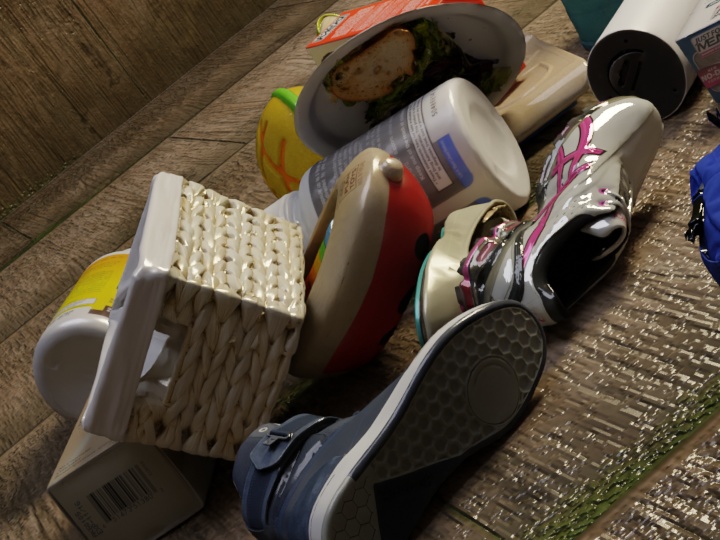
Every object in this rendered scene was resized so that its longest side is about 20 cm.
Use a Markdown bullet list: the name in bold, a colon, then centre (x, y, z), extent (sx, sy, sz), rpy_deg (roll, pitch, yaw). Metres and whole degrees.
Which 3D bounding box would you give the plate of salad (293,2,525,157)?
- **plate of salad**: centre (0.044, -0.140, 1.478), extent (0.198, 0.048, 0.201), rpy_deg (-18, -28, -10)

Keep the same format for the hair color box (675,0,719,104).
- **hair color box**: centre (0.312, -0.209, 1.360), extent (0.100, 0.061, 0.200), rpy_deg (-25, 19, 39)

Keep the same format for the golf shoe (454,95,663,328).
- **golf shoe**: centre (0.151, -0.034, 1.202), extent (0.092, 0.073, 0.200), rpy_deg (7, 52, 49)

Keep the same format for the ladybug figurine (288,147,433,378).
- **ladybug figurine**: centre (0.000, 0.000, 1.312), extent (0.136, 0.071, 0.201), rpy_deg (-82, 12, -45)

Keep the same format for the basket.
- **basket**: centre (-0.114, 0.035, 1.314), extent (0.200, 0.122, 0.136), rpy_deg (-93, 23, -68)

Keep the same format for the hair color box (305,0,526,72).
- **hair color box**: centre (0.046, -0.190, 1.647), extent (0.061, 0.102, 0.199), rpy_deg (-46, 20, -25)

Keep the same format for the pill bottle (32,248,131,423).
- **pill bottle**: centre (-0.223, 0.053, 1.695), extent (0.109, 0.110, 0.200), rpy_deg (-31, 16, 20)

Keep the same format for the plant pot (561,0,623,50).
- **plant pot**: centre (0.233, -0.334, 1.666), extent (0.199, 0.188, 0.200), rpy_deg (-34, 16, 11)

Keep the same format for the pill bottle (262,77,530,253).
- **pill bottle**: centre (0.023, -0.054, 1.447), extent (0.199, 0.114, 0.114), rpy_deg (-30, 16, 22)

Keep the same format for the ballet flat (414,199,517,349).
- **ballet flat**: centre (0.080, 0.001, 1.266), extent (0.069, 0.070, 0.200), rpy_deg (-31, 15, 20)

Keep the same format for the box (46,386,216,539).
- **box**: centre (-0.161, 0.126, 1.394), extent (0.095, 0.078, 0.200), rpy_deg (-34, 15, 13)

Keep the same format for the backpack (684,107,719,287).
- **backpack**: centre (0.238, -0.053, 0.864), extent (0.167, 0.163, 0.200), rpy_deg (-35, 16, 20)

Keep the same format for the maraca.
- **maraca**: centre (-0.041, -0.104, 1.685), extent (0.107, 0.138, 0.200), rpy_deg (-32, 1, -8)

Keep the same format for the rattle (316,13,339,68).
- **rattle**: centre (0.001, -0.198, 2.095), extent (0.201, 0.142, 0.131), rpy_deg (-88, 19, -53)

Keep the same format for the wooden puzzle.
- **wooden puzzle**: centre (0.109, -0.128, 1.619), extent (0.185, 0.046, 0.200), rpy_deg (-37, 19, 1)

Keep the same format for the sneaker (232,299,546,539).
- **sneaker**: centre (0.010, 0.092, 1.109), extent (0.202, 0.077, 0.146), rpy_deg (-45, 19, -24)

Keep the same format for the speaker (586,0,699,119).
- **speaker**: centre (0.242, -0.197, 1.442), extent (0.081, 0.081, 0.200), rpy_deg (-24, 19, 39)
